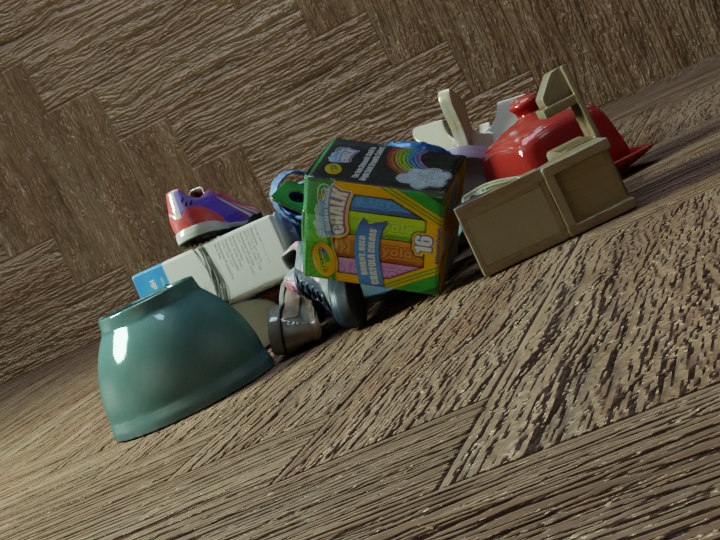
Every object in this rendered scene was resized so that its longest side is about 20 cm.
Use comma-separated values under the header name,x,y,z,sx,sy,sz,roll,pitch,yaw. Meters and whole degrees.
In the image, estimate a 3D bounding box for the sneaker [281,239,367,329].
name,x,y,z,sx,sy,sz,roll,pitch,yaw
sneaker,-0.044,0.018,1.584,0.082,0.070,0.200,-23,26,3

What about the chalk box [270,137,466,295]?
name,x,y,z,sx,sy,sz,roll,pitch,yaw
chalk box,0.004,-0.063,1.517,0.200,0.124,0.125,8,27,13

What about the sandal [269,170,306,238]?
name,x,y,z,sx,sy,sz,roll,pitch,yaw
sandal,-0.065,-0.081,1.741,0.200,0.087,0.080,86,-152,-75

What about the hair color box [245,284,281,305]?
name,x,y,z,sx,sy,sz,roll,pitch,yaw
hair color box,-0.160,0.072,1.897,0.200,0.064,0.111,-20,7,39

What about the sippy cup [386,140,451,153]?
name,x,y,z,sx,sy,sz,roll,pitch,yaw
sippy cup,0.068,-0.097,1.817,0.140,0.130,0.178,4,-12,14

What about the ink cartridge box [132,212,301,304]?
name,x,y,z,sx,sy,sz,roll,pitch,yaw
ink cartridge box,-0.172,0.001,1.782,0.200,0.084,0.146,-23,-1,10

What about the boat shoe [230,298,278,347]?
name,x,y,z,sx,sy,sz,roll,pitch,yaw
boat shoe,-0.191,0.100,1.769,0.200,0.072,0.069,-36,8,-13

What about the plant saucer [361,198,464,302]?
name,x,y,z,sx,sy,sz,roll,pitch,yaw
plant saucer,0.043,-0.027,1.664,0.200,0.036,0.200,-22,35,17

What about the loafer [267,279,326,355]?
name,x,y,z,sx,sy,sz,roll,pitch,yaw
loafer,-0.066,0.054,1.643,0.063,0.072,0.200,-7,14,7

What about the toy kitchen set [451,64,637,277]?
name,x,y,z,sx,sy,sz,roll,pitch,yaw
toy kitchen set,0.177,-0.113,1.515,0.180,0.163,0.200,-25,4,3

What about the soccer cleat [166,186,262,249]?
name,x,y,z,sx,sy,sz,roll,pitch,yaw
soccer cleat,-0.188,-0.078,1.799,0.068,0.073,0.200,-23,-1,22

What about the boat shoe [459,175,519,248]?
name,x,y,z,sx,sy,sz,roll,pitch,yaw
boat shoe,0.188,-0.079,1.668,0.201,0.073,0.063,-17,2,14

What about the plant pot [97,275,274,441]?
name,x,y,z,sx,sy,sz,roll,pitch,yaw
plant pot,-0.217,0.089,1.568,0.200,0.134,0.200,-26,4,2

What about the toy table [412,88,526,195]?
name,x,y,z,sx,sy,sz,roll,pitch,yaw
toy table,0.164,-0.171,1.958,0.184,0.117,0.200,-10,-21,15

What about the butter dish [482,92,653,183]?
name,x,y,z,sx,sy,sz,roll,pitch,yaw
butter dish,0.243,-0.162,1.807,0.200,0.148,0.199,-28,4,-18
